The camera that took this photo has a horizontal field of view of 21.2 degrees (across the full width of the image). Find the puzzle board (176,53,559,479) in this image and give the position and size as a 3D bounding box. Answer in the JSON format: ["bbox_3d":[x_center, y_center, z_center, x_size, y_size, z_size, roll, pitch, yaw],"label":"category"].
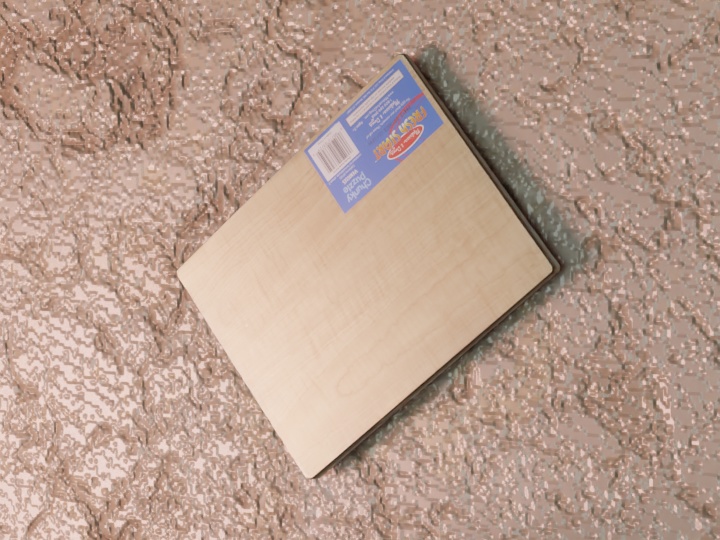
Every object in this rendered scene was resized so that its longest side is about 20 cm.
[{"bbox_3d":[0.000,0.000,1.078,0.200,0.017,0.151,-42,71,26],"label":"puzzle board"}]
